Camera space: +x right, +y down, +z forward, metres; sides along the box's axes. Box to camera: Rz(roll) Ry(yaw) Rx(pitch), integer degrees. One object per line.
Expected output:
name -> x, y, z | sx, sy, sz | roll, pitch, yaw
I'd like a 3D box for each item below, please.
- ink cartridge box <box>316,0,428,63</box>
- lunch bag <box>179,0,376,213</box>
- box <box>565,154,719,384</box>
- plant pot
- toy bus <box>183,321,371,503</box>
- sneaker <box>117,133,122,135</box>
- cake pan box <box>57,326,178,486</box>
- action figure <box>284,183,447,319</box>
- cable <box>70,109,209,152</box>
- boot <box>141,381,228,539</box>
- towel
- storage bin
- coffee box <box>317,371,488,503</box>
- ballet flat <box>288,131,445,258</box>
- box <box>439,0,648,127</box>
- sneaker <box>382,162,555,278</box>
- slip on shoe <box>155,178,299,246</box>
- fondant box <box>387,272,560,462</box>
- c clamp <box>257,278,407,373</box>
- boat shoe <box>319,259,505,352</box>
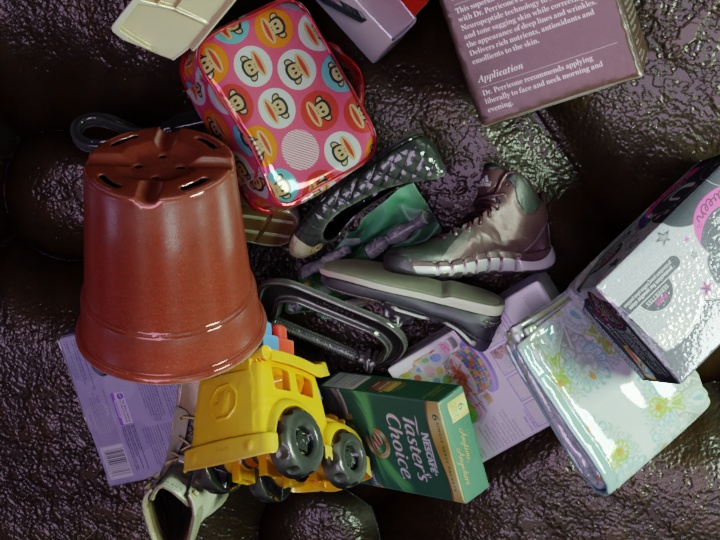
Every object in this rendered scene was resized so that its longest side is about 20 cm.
ink cartridge box -> -0.021, -0.312, 1.449 | 0.044, 0.174, 0.200 | -42, 93, -11
lunch bag -> -0.075, -0.177, 1.516 | 0.201, 0.176, 0.082 | 62, 153, -6
box -> 0.325, -0.004, 1.441 | 0.200, 0.115, 0.132 | -43, 94, -8
plant pot -> -0.196, -0.024, 1.460 | 0.199, 0.201, 0.197 | 7, 123, 11
toy bus -> -0.089, 0.143, 1.563 | 0.135, 0.199, 0.194 | -18, 65, 32
sneaker -> -0.246, -0.054, 1.623 | 0.086, 0.078, 0.202 | -13, 100, 23
cake pan box -> -0.233, 0.144, 1.688 | 0.183, 0.052, 0.202 | -14, 101, 19
action figure -> 0.000, 0.000, 1.593 | 0.199, 0.055, 0.119 | -28, 96, 21
cable -> -0.210, -0.137, 1.571 | 0.198, 0.050, 0.098 | -10, 66, 4
boot -> -0.186, 0.198, 1.585 | 0.071, 0.155, 0.202 | 6, 108, 11
towel -> 0.259, 0.105, 1.511 | 0.171, 0.048, 0.201 | -34, 96, -23
storage bin -> -0.176, -0.348, 1.438 | 0.093, 0.201, 0.198 | 17, 134, -37
coffee box -> 0.042, 0.178, 1.581 | 0.199, 0.044, 0.124 | 4, 114, 47
ballet flat -> 0.001, -0.070, 1.539 | 0.200, 0.066, 0.057 | -37, 81, 21
box -> 0.173, -0.268, 1.415 | 0.165, 0.164, 0.202 | -15, 101, 17
sneaker -> 0.111, -0.053, 1.514 | 0.198, 0.076, 0.117 | -3, 95, -28
slip on shoe -> -0.162, -0.078, 1.570 | 0.198, 0.061, 0.076 | 8, 130, -10
fondant box -> 0.152, 0.111, 1.585 | 0.199, 0.058, 0.145 | -32, 96, 18
c clamp -> -0.045, 0.063, 1.594 | 0.199, 0.027, 0.171 | 20, 149, 6
boat shoe -> 0.049, 0.038, 1.526 | 0.198, 0.073, 0.063 | 13, 109, 6
